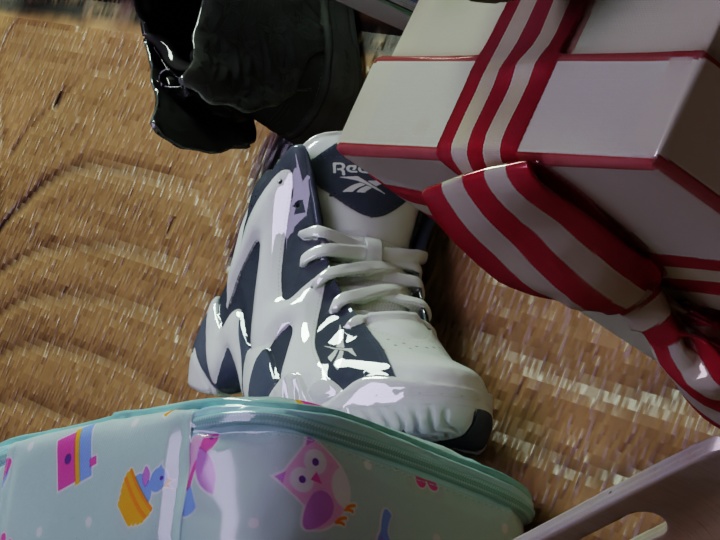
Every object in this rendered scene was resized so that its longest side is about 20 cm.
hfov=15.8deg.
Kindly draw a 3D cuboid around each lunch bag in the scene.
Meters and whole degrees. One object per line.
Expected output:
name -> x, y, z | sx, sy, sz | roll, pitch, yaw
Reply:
lunch bag -> -0.042, 0.105, 0.969 | 0.200, 0.160, 0.077 | -14, 64, 47

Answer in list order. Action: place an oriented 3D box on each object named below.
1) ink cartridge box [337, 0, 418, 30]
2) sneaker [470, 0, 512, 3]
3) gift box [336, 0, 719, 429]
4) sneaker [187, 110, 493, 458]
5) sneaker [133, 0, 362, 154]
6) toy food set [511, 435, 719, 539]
ink cartridge box -> 0.064, -0.168, 1.045 | 0.200, 0.084, 0.145 | 17, 86, 59
sneaker -> 0.056, -0.111, 0.709 | 0.200, 0.067, 0.090 | 19, 81, 61
gift box -> 0.118, -0.053, 0.802 | 0.200, 0.184, 0.187 | 0, 62, 62
sneaker -> 0.000, 0.000, 1.041 | 0.199, 0.079, 0.130 | -170, 92, -69
sneaker -> -0.056, -0.122, 1.186 | 0.060, 0.104, 0.200 | -46, 36, 33
toy food set -> 0.085, 0.166, 0.799 | 0.143, 0.060, 0.200 | -35, 52, 43
